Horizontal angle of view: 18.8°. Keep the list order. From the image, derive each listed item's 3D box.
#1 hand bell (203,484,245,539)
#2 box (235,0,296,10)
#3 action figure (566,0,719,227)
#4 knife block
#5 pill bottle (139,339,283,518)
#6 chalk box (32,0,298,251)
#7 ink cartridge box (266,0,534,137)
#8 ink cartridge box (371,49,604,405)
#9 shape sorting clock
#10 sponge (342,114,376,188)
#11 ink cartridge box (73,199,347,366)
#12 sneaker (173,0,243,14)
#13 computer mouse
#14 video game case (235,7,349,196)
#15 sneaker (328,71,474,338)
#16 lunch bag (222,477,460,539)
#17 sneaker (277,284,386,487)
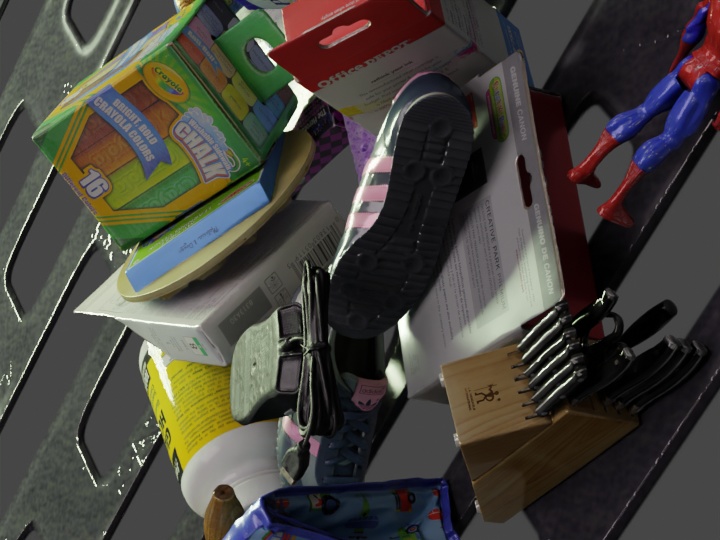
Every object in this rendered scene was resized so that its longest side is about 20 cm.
[{"bbox_3d":[-0.103,0.233,1.661,0.201,0.104,0.104,90,159,-44],"label":"hand bell"},{"bbox_3d":[-0.027,-0.313,1.718,0.199,0.105,0.185,2,75,35],"label":"box"},{"bbox_3d":[0.219,-0.122,1.435,0.200,0.052,0.066,-53,48,24],"label":"action figure"},{"bbox_3d":[0.148,0.090,1.479,0.175,0.200,0.064,-14,59,3],"label":"knife block"},{"bbox_3d":[-0.102,0.130,1.756,0.113,0.112,0.200,-54,42,31],"label":"pill bottle"},{"bbox_3d":[-0.138,-0.131,1.745,0.200,0.125,0.124,-31,16,27],"label":"chalk box"},{"bbox_3d":[0.026,-0.162,1.559,0.116,0.200,0.068,-25,59,24],"label":"ink cartridge box"},{"bbox_3d":[0.102,-0.027,1.540,0.175,0.084,0.201,-34,55,45],"label":"ink cartridge box"},{"bbox_3d":[-0.115,-0.043,1.750,0.200,0.039,0.200,-35,16,11],"label":"shape sorting clock"},{"bbox_3d":[0.023,-0.167,1.733,0.112,0.030,0.201,-42,49,39],"label":"sponge"},{"bbox_3d":[-0.122,0.005,1.772,0.161,0.050,0.200,-45,26,-27],"label":"ink cartridge box"},{"bbox_3d":[-0.126,-0.278,1.922,0.088,0.075,0.201,-49,21,52],"label":"sneaker"},{"bbox_3d":[-0.046,0.090,1.551,0.200,0.046,0.141,133,139,-60],"label":"computer mouse"},{"bbox_3d":[-0.082,-0.144,1.867,0.200,0.036,0.182,-41,50,41],"label":"video game case"},{"bbox_3d":[0.028,-0.047,1.535,0.082,0.070,0.201,-97,29,-62],"label":"sneaker"},{"bbox_3d":[-0.043,0.218,1.576,0.151,0.199,0.094,-50,44,35],"label":"lunch bag"},{"bbox_3d":[-0.015,0.106,1.638,0.082,0.070,0.201,6,98,55],"label":"sneaker"}]
